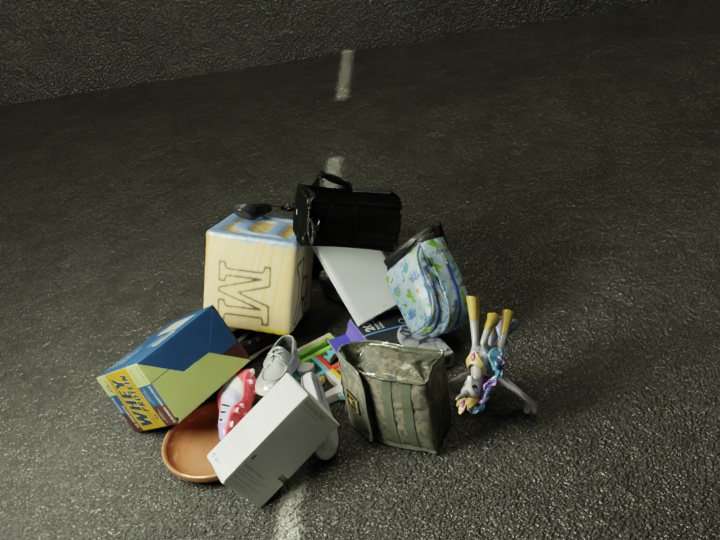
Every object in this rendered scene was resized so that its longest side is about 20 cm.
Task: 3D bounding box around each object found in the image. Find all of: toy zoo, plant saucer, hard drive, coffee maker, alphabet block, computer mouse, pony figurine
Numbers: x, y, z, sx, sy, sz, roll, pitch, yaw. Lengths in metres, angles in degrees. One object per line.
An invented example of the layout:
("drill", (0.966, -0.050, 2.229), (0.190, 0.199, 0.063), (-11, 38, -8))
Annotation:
("toy zoo", (-0.065, 0.205, 1.661), (0.131, 0.021, 0.200), (-26, 36, -23))
("plant saucer", (-0.267, 0.320, 1.529), (0.198, 0.038, 0.201), (-7, 33, 5))
("hard drive", (0.000, 0.000, 1.722), (0.131, 0.026, 0.201), (-27, 80, -25))
("coffee maker", (-0.023, -0.094, 1.640), (0.198, 0.135, 0.193), (3, 40, -16))
("alphabet block", (-0.212, 0.002, 1.758), (0.195, 0.202, 0.195), (9, 17, 9))
("computer mouse", (-0.200, -0.130, 1.809), (0.058, 0.034, 0.199), (-2, 3, 41))
("pony figurine", (0.223, 0.168, 1.451), (0.165, 0.193, 0.202), (3, 73, 32))

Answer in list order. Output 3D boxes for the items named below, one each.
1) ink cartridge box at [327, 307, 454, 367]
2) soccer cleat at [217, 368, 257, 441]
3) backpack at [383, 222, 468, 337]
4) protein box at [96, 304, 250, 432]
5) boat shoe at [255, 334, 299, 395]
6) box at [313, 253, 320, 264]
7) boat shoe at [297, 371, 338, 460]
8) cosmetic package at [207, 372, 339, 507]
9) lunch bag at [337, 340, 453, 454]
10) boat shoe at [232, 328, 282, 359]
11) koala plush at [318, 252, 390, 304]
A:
("ink cartridge box", (0.056, 0.152, 1.663), (0.198, 0.044, 0.198), (-14, 32, -19))
("soccer cleat", (-0.238, 0.258, 1.532), (0.076, 0.067, 0.201), (-19, 29, 16))
("backpack", (0.135, 0.034, 1.652), (0.153, 0.201, 0.163), (-29, -5, -43))
("protein box", (-0.362, 0.191, 1.592), (0.199, 0.135, 0.198), (-21, 16, 50))
("boat shoe", (-0.157, 0.180, 1.595), (0.071, 0.069, 0.200), (-1, 15, 14))
("box", (-0.116, -0.075, 2.001), (0.199, 0.044, 0.161), (-15, 33, 39))
("boat shoe", (-0.092, 0.278, 1.524), (0.071, 0.072, 0.201), (-33, 35, 11))
("cosmetic package", (-0.148, 0.289, 1.408), (0.200, 0.113, 0.081), (-46, 40, -4))
("lunch bag", (0.051, 0.220, 1.467), (0.198, 0.165, 0.118), (6, 33, 25))
("boat shoe", (-0.220, 0.134, 1.775), (0.073, 0.064, 0.201), (14, 33, 38))
("koala plush", (0.008, -0.033, 1.838), (0.177, 0.201, 0.183), (-28, 36, -26))
